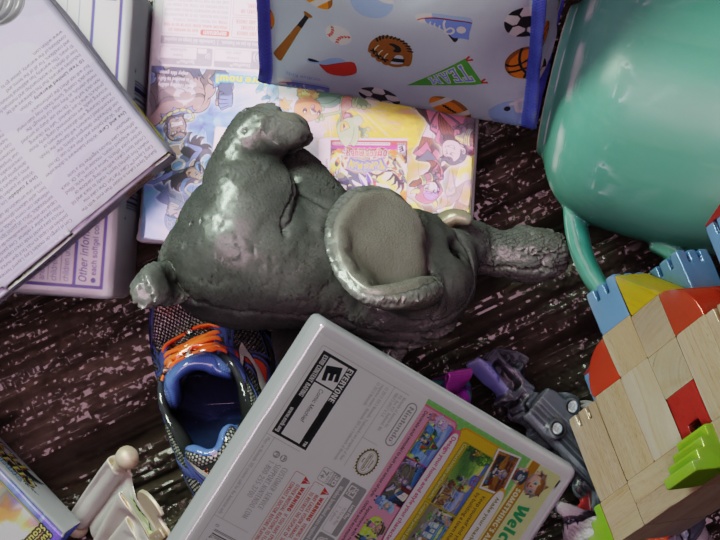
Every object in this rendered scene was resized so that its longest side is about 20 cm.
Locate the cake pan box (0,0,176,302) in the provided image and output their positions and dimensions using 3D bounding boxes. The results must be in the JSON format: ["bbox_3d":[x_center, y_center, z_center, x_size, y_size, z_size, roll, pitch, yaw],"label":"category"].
[{"bbox_3d":[-0.232,-0.072,1.442,0.200,0.052,0.184,-40,87,0],"label":"cake pan box"}]

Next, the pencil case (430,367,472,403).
[{"bbox_3d":[0.055,0.163,1.511,0.092,0.085,0.201,-21,88,44],"label":"pencil case"}]

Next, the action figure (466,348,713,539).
[{"bbox_3d":[0.165,0.088,1.501,0.200,0.105,0.194,38,71,-11],"label":"action figure"}]

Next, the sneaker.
[{"bbox_3d":[-0.082,0.066,1.482,0.075,0.200,0.079,-29,130,2],"label":"sneaker"}]

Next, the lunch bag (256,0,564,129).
[{"bbox_3d":[0.030,-0.190,1.411,0.169,0.200,0.124,7,56,7],"label":"lunch bag"}]

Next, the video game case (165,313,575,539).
[{"bbox_3d":[-0.006,0.149,1.423,0.182,0.022,0.201,31,95,-24],"label":"video game case"}]

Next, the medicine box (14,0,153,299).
[{"bbox_3d":[-0.228,-0.080,1.518,0.199,0.103,0.183,4,89,2],"label":"medicine box"}]

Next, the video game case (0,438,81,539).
[{"bbox_3d":[-0.295,0.154,1.529,0.200,0.045,0.181,-45,87,10],"label":"video game case"}]

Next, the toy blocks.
[{"bbox_3d":[0.175,0.052,1.404,0.099,0.200,0.137,-3,63,-38],"label":"toy blocks"}]

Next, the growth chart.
[{"bbox_3d":[-0.109,0.203,1.499,0.018,0.145,0.201,-26,86,-31],"label":"growth chart"}]

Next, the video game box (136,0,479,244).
[{"bbox_3d":[-0.027,-0.100,1.543,0.199,0.047,0.184,4,87,2],"label":"video game box"}]

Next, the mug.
[{"bbox_3d":[0.160,-0.082,1.476,0.114,0.152,0.186,15,58,6],"label":"mug"}]

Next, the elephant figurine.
[{"bbox_3d":[0.000,0.000,1.449,0.199,0.142,0.156,29,88,4],"label":"elephant figurine"}]
